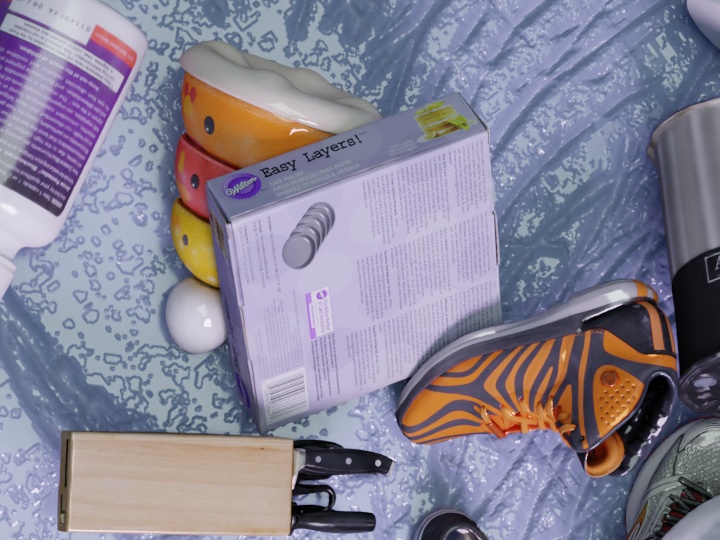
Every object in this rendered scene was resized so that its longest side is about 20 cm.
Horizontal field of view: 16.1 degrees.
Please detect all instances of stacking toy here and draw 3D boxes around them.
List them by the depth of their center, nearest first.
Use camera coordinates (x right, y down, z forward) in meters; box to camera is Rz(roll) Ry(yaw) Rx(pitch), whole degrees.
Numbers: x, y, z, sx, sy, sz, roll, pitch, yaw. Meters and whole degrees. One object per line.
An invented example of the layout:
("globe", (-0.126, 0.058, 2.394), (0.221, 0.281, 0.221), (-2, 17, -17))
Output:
("stacking toy", (-0.078, -0.037, 1.675), (0.145, 0.146, 0.201), (19, 99, -9))

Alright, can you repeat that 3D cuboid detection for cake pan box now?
("cake pan box", (0.000, 0.000, 1.652), (0.183, 0.052, 0.201), (-20, 134, -13))

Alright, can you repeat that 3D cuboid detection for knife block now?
("knife block", (-0.080, 0.137, 1.632), (0.174, 0.200, 0.065), (0, 86, 19))

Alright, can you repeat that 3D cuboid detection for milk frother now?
("milk frother", (0.288, 0.009, 1.731), (0.179, 0.200, 0.190), (-2, 63, -2))

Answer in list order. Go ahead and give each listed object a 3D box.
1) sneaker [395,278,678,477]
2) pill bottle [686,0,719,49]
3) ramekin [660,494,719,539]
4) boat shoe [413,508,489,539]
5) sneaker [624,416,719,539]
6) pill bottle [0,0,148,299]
("sneaker", (0.117, 0.092, 1.668), (0.199, 0.077, 0.113), (-28, 56, 21))
("pill bottle", (0.314, -0.234, 1.751), (0.111, 0.111, 0.200), (43, 81, -5))
("ramekin", (0.268, 0.253, 1.676), (0.199, 0.097, 0.202), (-14, 114, -34))
("boat shoe", (0.087, 0.257, 1.705), (0.069, 0.066, 0.202), (-14, 89, -10))
("sneaker", (0.213, 0.194, 1.723), (0.077, 0.082, 0.201), (26, 82, -7))
("pill bottle", (-0.227, -0.085, 1.645), (0.111, 0.111, 0.201), (26, 82, -8))
